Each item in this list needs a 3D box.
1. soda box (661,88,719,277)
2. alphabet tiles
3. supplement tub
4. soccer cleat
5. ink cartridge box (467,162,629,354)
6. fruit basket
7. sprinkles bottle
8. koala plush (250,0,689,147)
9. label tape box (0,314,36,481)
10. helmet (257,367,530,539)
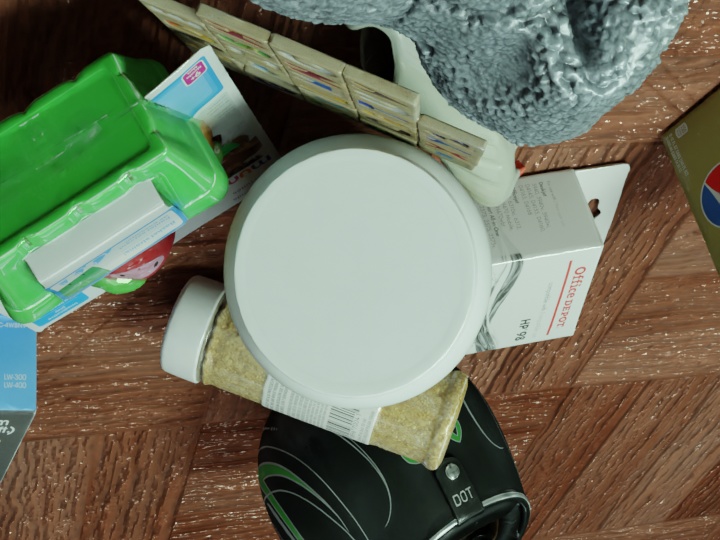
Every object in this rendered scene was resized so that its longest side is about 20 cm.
[{"bbox_3d":[0.265,-0.017,0.910,0.067,0.202,0.064,13,139,-39],"label":"soda box"},{"bbox_3d":[-0.018,-0.088,0.678,0.165,0.008,0.200,23,-179,2],"label":"alphabet tiles"},{"bbox_3d":[0.000,0.000,0.803,0.144,0.147,0.200,-17,180,2],"label":"supplement tub"},{"bbox_3d":[0.038,-0.100,0.803,0.077,0.069,0.201,-33,141,-7],"label":"soccer cleat"},{"bbox_3d":[0.093,-0.002,0.982,0.197,0.067,0.116,-10,147,-10],"label":"ink cartridge box"},{"bbox_3d":[-0.130,-0.028,0.765,0.184,0.094,0.200,-32,159,-1],"label":"fruit basket"},{"bbox_3d":[-0.031,0.067,0.945,0.198,0.069,0.069,20,145,5],"label":"sprinkles bottle"},{"bbox_3d":[0.018,-0.143,0.564,0.198,0.177,0.187,-2,101,-31],"label":"koala plush"},{"bbox_3d":[-0.295,0.085,0.946,0.142,0.067,0.200,4,145,-29],"label":"label tape box"},{"bbox_3d":[0.015,0.147,1.061,0.199,0.191,0.201,-29,150,-19],"label":"helmet"}]
